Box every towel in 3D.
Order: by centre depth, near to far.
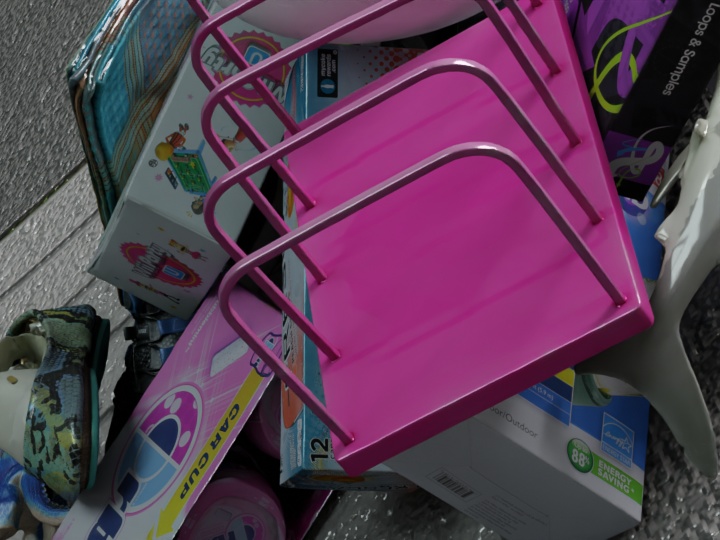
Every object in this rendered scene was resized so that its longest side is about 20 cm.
[{"bbox_3d":[-0.109,-0.089,1.406,0.022,0.201,0.147,17,55,17],"label":"towel"}]

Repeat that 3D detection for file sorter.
[{"bbox_3d":[0.011,-0.053,1.020,0.138,0.126,0.201,-27,42,16],"label":"file sorter"}]

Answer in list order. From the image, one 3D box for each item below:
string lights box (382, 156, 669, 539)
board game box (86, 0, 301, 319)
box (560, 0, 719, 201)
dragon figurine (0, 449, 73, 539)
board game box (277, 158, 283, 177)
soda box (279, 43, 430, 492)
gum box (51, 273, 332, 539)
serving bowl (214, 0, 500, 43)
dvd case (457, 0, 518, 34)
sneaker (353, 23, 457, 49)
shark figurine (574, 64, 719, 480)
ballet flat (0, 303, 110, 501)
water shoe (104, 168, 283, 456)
[{"bbox_3d":[0.074,0.012,1.097,0.059,0.102,0.201,-30,39,41],"label":"string lights box"},{"bbox_3d":[-0.066,-0.091,1.308,0.201,0.064,0.148,-66,6,-19],"label":"board game box"},{"bbox_3d":[0.133,-0.150,1.058,0.144,0.036,0.201,-95,25,-48],"label":"box"},{"bbox_3d":[-0.181,0.108,1.406,0.200,0.058,0.100,147,134,-66],"label":"dragon figurine"},{"bbox_3d":[0.035,-0.132,1.359,0.200,0.047,0.102,-42,32,25],"label":"board game box"},{"bbox_3d":[0.000,0.000,1.173,0.064,0.068,0.202,132,139,-73],"label":"soda box"},{"bbox_3d":[-0.079,0.113,1.266,0.201,0.066,0.113,-58,27,-1],"label":"gum box"},{"bbox_3d":[0.011,-0.163,1.192,0.198,0.066,0.201,-9,36,6],"label":"serving bowl"},{"bbox_3d":[0.118,-0.181,1.251,0.148,0.016,0.201,-14,43,15],"label":"dvd case"},{"bbox_3d":[0.036,-0.090,1.269,0.076,0.087,0.202,106,174,-75],"label":"sneaker"},{"bbox_3d":[0.166,-0.033,1.029,0.128,0.089,0.215,112,-177,-51],"label":"shark figurine"},{"bbox_3d":[-0.168,0.068,1.329,0.074,0.074,0.200,-52,12,8],"label":"ballet flat"},{"bbox_3d":[-0.107,0.019,1.392,0.071,0.079,0.201,-1,60,56],"label":"water shoe"}]
